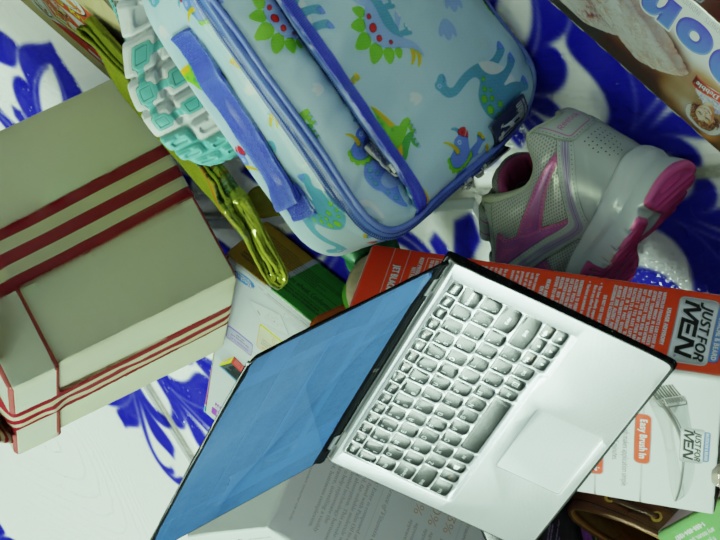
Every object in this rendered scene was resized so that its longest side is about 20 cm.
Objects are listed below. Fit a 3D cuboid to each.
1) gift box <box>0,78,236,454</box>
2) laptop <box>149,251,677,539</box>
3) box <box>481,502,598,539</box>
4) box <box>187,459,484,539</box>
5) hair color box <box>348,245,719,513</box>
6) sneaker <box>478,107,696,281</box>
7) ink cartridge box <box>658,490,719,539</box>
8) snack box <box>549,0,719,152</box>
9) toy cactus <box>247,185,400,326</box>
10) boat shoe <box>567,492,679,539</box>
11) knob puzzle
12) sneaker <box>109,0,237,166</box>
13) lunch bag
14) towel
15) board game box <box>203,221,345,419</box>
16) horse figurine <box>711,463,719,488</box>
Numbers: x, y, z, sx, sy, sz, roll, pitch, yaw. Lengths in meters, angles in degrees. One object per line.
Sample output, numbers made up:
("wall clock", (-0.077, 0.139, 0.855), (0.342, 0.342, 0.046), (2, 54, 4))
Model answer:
("gift box", (-0.203, -0.009, 1.499), (0.185, 0.186, 0.200), (59, 166, 18))
("laptop", (0.022, 0.094, 1.165), (0.199, 0.116, 0.188), (25, 139, -5))
("box", (0.107, 0.140, 1.388), (0.036, 0.143, 0.201), (-15, 119, 18))
("box", (0.012, 0.156, 1.462), (0.200, 0.125, 0.097), (34, 154, -26))
("hair color box", (0.097, 0.057, 1.230), (0.199, 0.064, 0.111), (10, 137, 13))
("sneaker", (0.107, -0.021, 1.271), (0.088, 0.081, 0.200), (43, 141, 12))
("ink cartridge box", (0.280, 0.174, 1.252), (0.200, 0.084, 0.145), (48, 149, 2))
("snack box", (0.125, -0.148, 1.150), (0.200, 0.024, 0.072), (43, 148, 10))
("toy cactus", (0.000, 0.000, 1.361), (0.201, 0.102, 0.165), (59, -176, -22))
("boat shoe", (0.208, 0.180, 1.366), (0.200, 0.068, 0.072), (38, 148, 17))
("knob puzzle", (-0.162, -0.166, 1.450), (0.219, 0.030, 0.220), (42, 170, 9))
("sneaker", (-0.108, -0.157, 1.280), (0.091, 0.077, 0.201), (-97, -14, -72))
("lunch bag", (-0.011, -0.118, 1.222), (0.201, 0.161, 0.082), (56, 148, -10))
("towel", (-0.107, -0.071, 1.375), (0.200, 0.018, 0.086), (49, 169, 40))
("board game box", (-0.033, 0.079, 1.585), (0.153, 0.040, 0.200), (39, 148, 16))
("horse figurine", (0.254, 0.067, 1.105), (0.133, 0.199, 0.050), (51, -161, -54))
